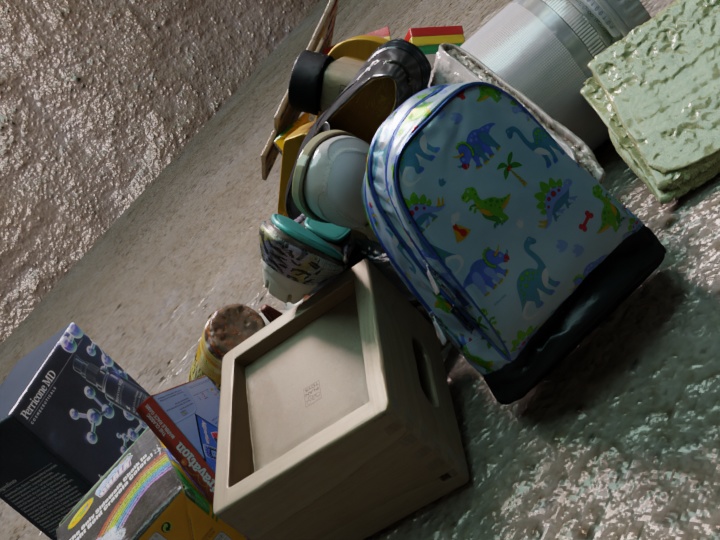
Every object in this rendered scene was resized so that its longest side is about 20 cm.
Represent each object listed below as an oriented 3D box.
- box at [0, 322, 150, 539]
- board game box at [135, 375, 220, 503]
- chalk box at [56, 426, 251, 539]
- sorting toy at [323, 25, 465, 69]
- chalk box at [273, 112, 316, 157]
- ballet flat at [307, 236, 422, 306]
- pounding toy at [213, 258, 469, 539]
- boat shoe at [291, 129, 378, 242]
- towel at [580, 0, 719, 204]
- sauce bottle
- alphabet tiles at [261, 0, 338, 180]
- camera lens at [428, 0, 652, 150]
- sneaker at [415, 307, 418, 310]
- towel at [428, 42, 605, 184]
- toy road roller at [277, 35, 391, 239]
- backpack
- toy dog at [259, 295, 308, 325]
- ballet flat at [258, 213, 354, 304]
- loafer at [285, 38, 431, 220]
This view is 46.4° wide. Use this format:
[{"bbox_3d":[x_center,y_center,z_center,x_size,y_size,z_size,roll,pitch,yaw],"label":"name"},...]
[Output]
[{"bbox_3d":[-0.296,0.187,0.895,0.106,0.200,0.149,-31,24,26],"label":"box"},{"bbox_3d":[-0.125,0.141,0.717,0.019,0.103,0.200,-42,-3,-1],"label":"board game box"},{"bbox_3d":[-0.165,0.226,0.701,0.125,0.124,0.200,-46,20,-9],"label":"chalk box"},{"bbox_3d":[0.030,-0.230,1.049,0.195,0.071,0.200,-7,-15,-14],"label":"sorting toy"},{"bbox_3d":[-0.002,-0.114,0.999,0.123,0.125,0.200,-40,-14,-1],"label":"chalk box"},{"bbox_3d":[0.000,0.000,0.792,0.197,0.068,0.056,12,8,35],"label":"ballet flat"},{"bbox_3d":[0.002,0.100,0.663,0.183,0.142,0.202,-33,34,19],"label":"pounding toy"},{"bbox_3d":[0.016,-0.061,0.677,0.067,0.199,0.076,19,95,25],"label":"boat shoe"},{"bbox_3d":[0.285,-0.159,0.664,0.199,0.036,0.150,-36,59,21],"label":"towel"},{"bbox_3d":[-0.148,0.110,0.888,0.066,0.065,0.201,-60,-2,-39],"label":"sauce bottle"},{"bbox_3d":[-0.072,-0.207,0.983,0.167,0.007,0.203,125,169,-79],"label":"alphabet tiles"},{"bbox_3d":[0.173,-0.177,0.809,0.199,0.160,0.160,-39,21,8],"label":"camera lens"},{"bbox_3d":[-0.029,0.085,0.792,0.199,0.081,0.084,-40,27,4],"label":"sneaker"},{"bbox_3d":[0.110,-0.084,0.704,0.034,0.134,0.200,-12,45,-33],"label":"towel"},{"bbox_3d":[0.002,-0.133,0.853,0.146,0.121,0.203,-51,-26,-61],"label":"toy road roller"},{"bbox_3d":[0.090,-0.034,0.581,0.163,0.200,0.154,-41,-15,-2],"label":"backpack"},{"bbox_3d":[-0.080,0.050,0.918,0.132,0.097,0.199,-47,22,-13],"label":"toy dog"},{"bbox_3d":[-0.045,-0.008,0.681,0.072,0.072,0.200,-38,0,10],"label":"ballet flat"},{"bbox_3d":[-0.016,-0.112,0.743,0.201,0.072,0.072,-56,-1,31],"label":"loafer"}]
